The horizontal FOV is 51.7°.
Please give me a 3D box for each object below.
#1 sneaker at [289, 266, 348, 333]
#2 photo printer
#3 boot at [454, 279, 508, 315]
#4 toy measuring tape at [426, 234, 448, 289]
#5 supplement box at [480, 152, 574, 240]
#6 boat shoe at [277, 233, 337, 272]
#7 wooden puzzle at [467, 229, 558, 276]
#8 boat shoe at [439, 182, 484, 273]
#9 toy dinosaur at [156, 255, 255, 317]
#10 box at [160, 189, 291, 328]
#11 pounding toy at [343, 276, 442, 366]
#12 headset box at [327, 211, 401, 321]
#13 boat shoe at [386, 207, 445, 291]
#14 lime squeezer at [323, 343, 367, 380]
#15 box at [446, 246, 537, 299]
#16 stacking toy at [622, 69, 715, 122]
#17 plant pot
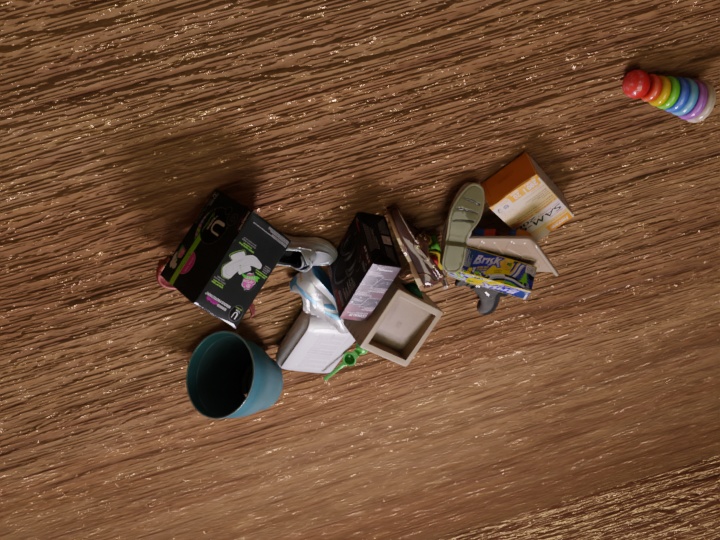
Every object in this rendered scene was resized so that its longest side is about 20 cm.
[{"bbox_3d":[-0.089,0.074,1.723,0.080,0.077,0.201,-26,122,14],"label":"sneaker"},{"bbox_3d":[-0.101,0.170,1.846,0.163,0.070,0.201,9,134,-31],"label":"photo printer"},{"bbox_3d":[0.293,0.040,1.858,0.128,0.069,0.201,15,153,-5],"label":"boot"},{"bbox_3d":[0.160,-0.013,1.732,0.072,0.075,0.202,-19,142,2],"label":"toy measuring tape"},{"bbox_3d":[0.370,-0.153,1.640,0.125,0.075,0.199,-35,139,23],"label":"supplement box"},{"bbox_3d":[-0.135,-0.030,1.594,0.197,0.073,0.070,10,135,-31],"label":"boat shoe"},{"bbox_3d":[0.343,-0.048,1.707,0.196,0.047,0.185,8,161,35],"label":"wooden puzzle"},{"bbox_3d":[0.214,-0.101,1.632,0.073,0.069,0.204,14,107,-12],"label":"boat shoe"},{"bbox_3d":[-0.327,0.019,1.526,0.180,0.199,0.106,-17,140,-56],"label":"toy dinosaur"},{"bbox_3d":[-0.260,-0.023,1.429,0.202,0.147,0.124,-57,137,-5],"label":"box"},{"bbox_3d":[0.087,0.086,1.721,0.182,0.142,0.202,26,103,-37],"label":"pounding toy"},{"bbox_3d":[0.000,0.000,1.620,0.076,0.151,0.201,8,136,-27],"label":"headset box"},{"bbox_3d":[0.122,-0.055,1.625,0.069,0.071,0.202,-24,114,11],"label":"boat shoe"},{"bbox_3d":[-0.018,0.207,1.876,0.200,0.070,0.038,-44,109,-9],"label":"lime squeezer"},{"bbox_3d":[0.302,0.002,1.718,0.196,0.066,0.070,17,165,8],"label":"box"},{"bbox_3d":[0.613,-0.358,1.490,0.196,0.087,0.086,8,136,-22],"label":"stacking toy"},{"bbox_3d":[-0.287,0.262,1.802,0.198,0.203,0.187,-31,155,17],"label":"plant pot"}]
